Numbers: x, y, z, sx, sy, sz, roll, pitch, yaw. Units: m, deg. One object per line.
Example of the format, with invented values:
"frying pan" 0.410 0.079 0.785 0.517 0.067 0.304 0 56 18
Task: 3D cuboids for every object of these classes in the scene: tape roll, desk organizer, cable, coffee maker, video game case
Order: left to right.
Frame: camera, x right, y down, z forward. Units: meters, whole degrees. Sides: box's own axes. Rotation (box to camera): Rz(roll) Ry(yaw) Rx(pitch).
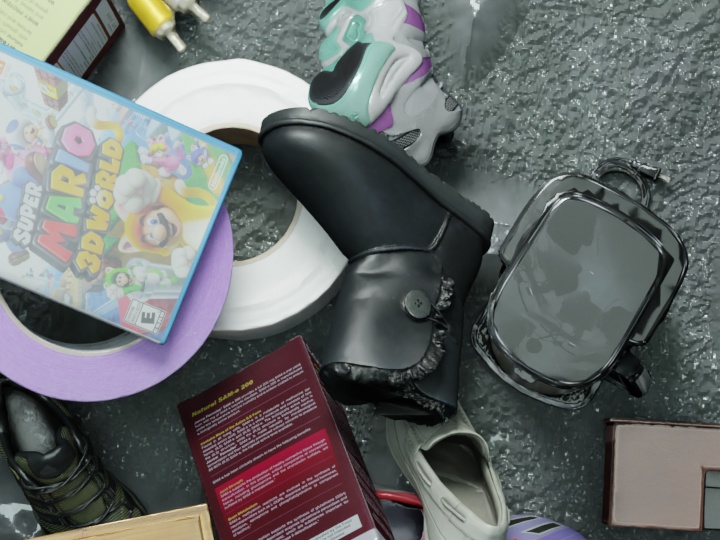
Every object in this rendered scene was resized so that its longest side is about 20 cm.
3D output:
"video game case" -0.196 -0.054 1.360 0.199 0.018 0.144 23 88 -14
"tape roll" -0.190 -0.013 1.406 0.198 0.066 0.202 -1 93 -15
"cable" -0.185 -0.254 1.542 0.199 0.050 0.098 34 84 4
"tape roll" -0.094 -0.050 1.504 0.200 0.071 0.205 0 83 1
"coffee maker" 0.154 -0.005 1.425 0.133 0.200 0.194 9 83 2
"desk organizer" 0.275 0.151 1.467 0.198 0.072 0.078 3 85 2

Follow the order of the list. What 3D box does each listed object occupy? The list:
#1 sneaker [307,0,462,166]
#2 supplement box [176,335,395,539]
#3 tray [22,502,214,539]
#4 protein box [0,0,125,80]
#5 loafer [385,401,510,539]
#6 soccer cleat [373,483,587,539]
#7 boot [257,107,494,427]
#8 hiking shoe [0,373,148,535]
"sneaker" 0.032 -0.142 1.508 0.077 0.140 0.201 -22 36 35
"supplement box" -0.050 0.153 1.424 0.108 0.061 0.201 -28 46 6
"tray" -0.195 0.230 1.415 0.198 0.037 0.100 -11 83 -6
"protein box" -0.315 -0.172 1.493 0.198 0.135 0.201 36 85 5
"loafer" 0.066 0.135 1.430 0.069 0.070 0.201 7 37 -23
"soccer cleat" 0.074 0.198 1.464 0.198 0.076 0.067 14 83 4
"boot" 0.000 0.000 1.399 0.199 0.076 0.169 31 56 -24
"hiking shoe" -0.216 0.156 1.466 0.076 0.101 0.201 -37 83 -2
